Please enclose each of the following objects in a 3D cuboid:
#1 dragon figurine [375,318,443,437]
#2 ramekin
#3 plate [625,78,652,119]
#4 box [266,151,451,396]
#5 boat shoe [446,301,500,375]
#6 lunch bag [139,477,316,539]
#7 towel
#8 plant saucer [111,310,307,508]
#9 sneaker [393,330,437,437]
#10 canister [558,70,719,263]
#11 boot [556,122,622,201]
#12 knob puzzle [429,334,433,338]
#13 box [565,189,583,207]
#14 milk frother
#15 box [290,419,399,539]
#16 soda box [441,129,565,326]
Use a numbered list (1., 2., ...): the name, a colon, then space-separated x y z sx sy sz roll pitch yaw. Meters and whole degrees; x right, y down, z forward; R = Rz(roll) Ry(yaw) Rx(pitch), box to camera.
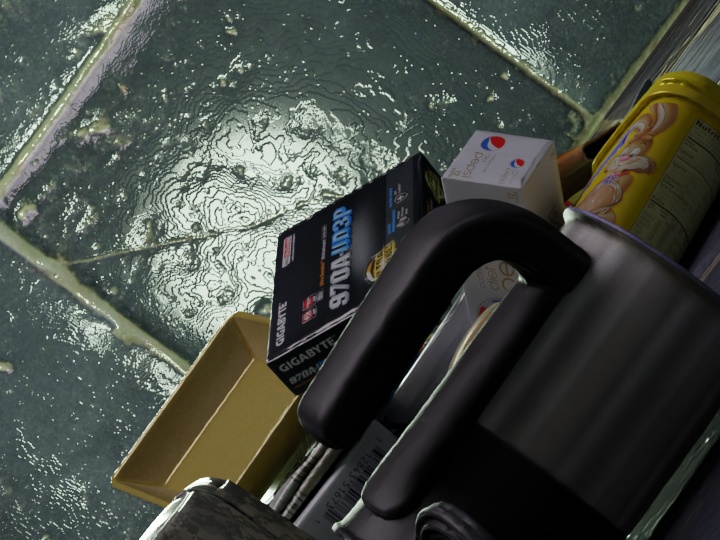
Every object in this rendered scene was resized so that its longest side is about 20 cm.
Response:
1. dragon figurine: 0.026 0.079 1.849 0.099 0.059 0.200 -42 -40 -38
2. ramekin: 0.111 0.065 1.741 0.202 0.094 0.202 -56 -3 -5
3. plate: 0.216 -0.056 1.669 0.200 0.026 0.200 17 -90 -78
4. box: 0.000 0.000 1.748 0.159 0.046 0.200 -30 28 19
5. boat shoe: 0.093 0.112 1.475 0.066 0.074 0.200 -29 40 66
6. lunch bag: -0.082 0.247 1.415 0.139 0.200 0.168 -54 -1 4
7. towel: -0.051 0.168 1.729 0.200 0.035 0.193 -52 -1 4
8. plant saucer: -0.108 0.136 1.806 0.200 0.048 0.200 -55 29 -15
9. sneaker: 0.074 0.157 1.931 0.200 0.078 0.090 -62 -31 -5
10. canister: 0.189 -0.028 1.464 0.200 0.087 0.149 -56 0 -33
11. boot: 0.142 -0.060 1.794 0.188 0.069 0.200 -15 -8 -37
12. knob puzzle: 0.048 0.147 1.979 0.220 0.030 0.220 -32 -52 -52
13. box: 0.195 -0.024 1.915 0.200 0.075 0.050 -53 0 -27
14. milk frother: 0.094 0.080 0.893 0.200 0.180 0.188 31 84 47
15. box: -0.022 0.244 1.709 0.184 0.105 0.200 -52 -1 -21
16. soda box: 0.118 -0.004 1.547 0.064 0.068 0.200 -54 -38 -41
